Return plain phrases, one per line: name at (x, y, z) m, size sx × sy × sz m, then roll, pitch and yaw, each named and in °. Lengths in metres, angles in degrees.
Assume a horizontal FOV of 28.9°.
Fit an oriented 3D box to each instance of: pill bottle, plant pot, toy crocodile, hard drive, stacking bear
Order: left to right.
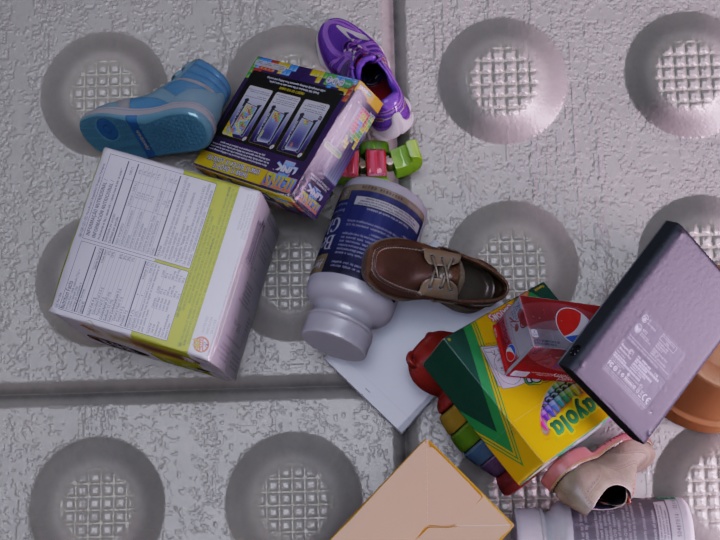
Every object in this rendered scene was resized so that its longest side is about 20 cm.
toy crocodile at (-0.021, -0.128, 1.733) m, size 0.197 × 0.062 × 0.068 m, roll -4°, pitch 77°, yaw 2°
pill bottle at (0.000, 0.000, 1.664) m, size 0.110 × 0.111 × 0.202 m, roll 18°, pitch 69°, yaw 6°
hard drive at (0.070, 0.080, 1.703) m, size 0.132 × 0.026 × 0.200 m, roll 42°, pitch 83°, yaw 10°
stacking bear at (0.138, 0.153, 1.632) m, size 0.200 × 0.114 × 0.121 m, roll 46°, pitch 43°, yaw 5°
pill bottle at (0.275, 0.318, 1.599) m, size 0.197 × 0.113 × 0.115 m, roll -1°, pitch 77°, yaw 1°
hard drive at (0.321, 0.067, 1.518) m, size 0.139 × 0.033 × 0.201 m, roll 43°, pitch 81°, yaw -23°
plant pot at (0.421, 0.081, 1.633) m, size 0.197 × 0.140 × 0.203 m, roll -1°, pitch 77°, yaw 3°

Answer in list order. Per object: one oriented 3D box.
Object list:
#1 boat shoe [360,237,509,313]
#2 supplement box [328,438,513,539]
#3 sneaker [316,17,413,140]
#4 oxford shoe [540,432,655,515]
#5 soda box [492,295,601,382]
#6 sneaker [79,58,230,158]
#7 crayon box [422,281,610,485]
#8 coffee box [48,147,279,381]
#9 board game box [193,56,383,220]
boat shoe at (0.090, 0.003, 1.619) m, size 0.198 × 0.071 × 0.077 m, roll 9°, pitch 80°, yaw -36°
supplement box at (0.050, 0.313, 1.562) m, size 0.133 × 0.200 × 0.197 m, roll 43°, pitch 82°, yaw 9°
sneaker at (0.007, -0.254, 1.733) m, size 0.080 × 0.084 × 0.201 m, roll -29°, pitch 56°, yaw -8°
oxford shoe at (0.284, 0.238, 1.590) m, size 0.075 × 0.199 × 0.071 m, roll 48°, pitch 126°, yaw 27°
soda box at (0.250, 0.082, 1.558) m, size 0.198 × 0.064 × 0.071 m, roll 8°, pitch 51°, yaw -27°
sneaker at (-0.248, -0.206, 1.759) m, size 0.198 × 0.080 × 0.131 m, roll 2°, pitch 44°, yaw 25°
crayon box at (0.194, 0.123, 1.577) m, size 0.199 × 0.058 × 0.173 m, roll -25°, pitch 69°, yaw -44°
coffee box at (-0.223, -0.001, 1.641) m, size 0.195 × 0.200 × 0.202 m, roll 15°, pitch 79°, yaw 6°
board game box at (-0.090, -0.164, 1.693) m, size 0.199 × 0.057 × 0.167 m, roll 21°, pitch 78°, yaw 45°
